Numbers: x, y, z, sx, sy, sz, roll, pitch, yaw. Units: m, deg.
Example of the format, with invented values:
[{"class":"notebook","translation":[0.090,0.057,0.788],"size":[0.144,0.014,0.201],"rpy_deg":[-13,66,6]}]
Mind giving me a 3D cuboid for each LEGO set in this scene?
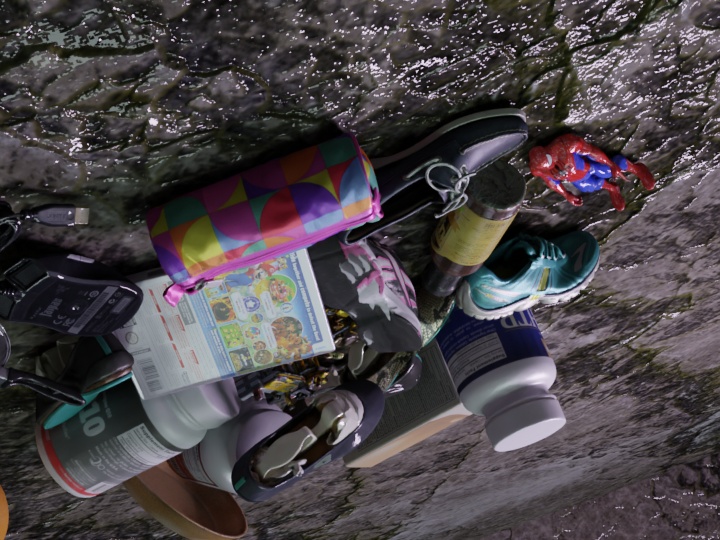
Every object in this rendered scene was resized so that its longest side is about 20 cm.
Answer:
[{"class":"LEGO set","translation":[-0.054,0.086,1.149],"size":[0.154,0.116,0.200],"rpy_deg":[-27,156,14]}]

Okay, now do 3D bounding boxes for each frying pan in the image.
[{"class":"frying pan","translation":[-0.345,0.087,0.941],"size":[0.115,0.031,0.190],"rpy_deg":[-18,131,18]}]

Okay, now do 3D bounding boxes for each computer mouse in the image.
[{"class":"computer mouse","translation":[-0.255,-0.008,0.893],"size":[0.200,0.046,0.140],"rpy_deg":[9,130,-49]}]

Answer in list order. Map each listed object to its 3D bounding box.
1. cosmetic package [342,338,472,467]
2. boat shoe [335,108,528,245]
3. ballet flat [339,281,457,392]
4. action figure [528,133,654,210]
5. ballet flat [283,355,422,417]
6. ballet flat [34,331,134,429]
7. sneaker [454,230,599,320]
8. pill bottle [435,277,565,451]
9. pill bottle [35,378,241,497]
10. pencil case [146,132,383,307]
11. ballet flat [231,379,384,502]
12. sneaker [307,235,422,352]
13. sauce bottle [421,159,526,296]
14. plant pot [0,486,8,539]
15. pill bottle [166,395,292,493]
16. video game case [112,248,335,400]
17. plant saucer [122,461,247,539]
[{"class":"cosmetic package","translation":[0.057,0.184,1.466],"size":[0.200,0.105,0.071],"rpy_deg":[-31,154,24]},{"class":"boat shoe","translation":[0.063,-0.084,0.958],"size":[0.200,0.062,0.075],"rpy_deg":[-22,153,0]},{"class":"ballet flat","translation":[0.036,0.079,1.252],"size":[0.075,0.068,0.200],"rpy_deg":[8,133,-34]},{"class":"action figure","translation":[0.230,-0.099,1.083],"size":[0.065,0.052,0.200],"rpy_deg":[-34,151,34]},{"class":"ballet flat","translation":[-0.013,0.146,1.367],"size":[0.200,0.068,0.068],"rpy_deg":[-25,149,-16]},{"class":"ballet flat","translation":[-0.278,0.099,1.047],"size":[0.068,0.068,0.200],"rpy_deg":[-27,177,-41]},{"class":"sneaker","translation":[0.198,-0.005,1.208],"size":[0.200,0.078,0.080],"rpy_deg":[-21,139,-29]},{"class":"pill bottle","translation":[0.162,0.104,1.261],"size":[0.120,0.200,0.120],"rpy_deg":[-18,156,-8]},{"class":"pill bottle","translation":[-0.238,0.155,1.154],"size":[0.200,0.114,0.114],"rpy_deg":[-28,155,15]},{"class":"pencil case","translation":[-0.080,-0.043,0.899],"size":[0.200,0.088,0.088],"rpy_deg":[-24,156,2]},{"class":"ballet flat","translation":[-0.048,0.173,1.126],"size":[0.200,0.073,0.073],"rpy_deg":[-33,162,-24]},{"class":"sneaker","translation":[0.000,0.000,1.077],"size":[0.080,0.086,0.200],"rpy_deg":[-12,139,19]},{"class":"sauce bottle","translation":[0.107,-0.035,1.093],"size":[0.065,0.065,0.200],"rpy_deg":[-11,153,-21]},{"class":"plant pot","translation":[-0.482,0.276,1.146],"size":[0.200,0.200,0.183],"rpy_deg":[-26,172,10]},{"class":"pill bottle","translation":[-0.146,0.199,1.234],"size":[0.112,0.112,0.200],"rpy_deg":[-5,179,-31]},{"class":"video game case","translation":[-0.136,0.046,1.023],"size":[0.200,0.018,0.143],"rpy_deg":[-14,127,0]},{"class":"plant saucer","translation":[-0.226,0.267,1.297],"size":[0.035,0.200,0.200],"rpy_deg":[-51,151,3]}]
